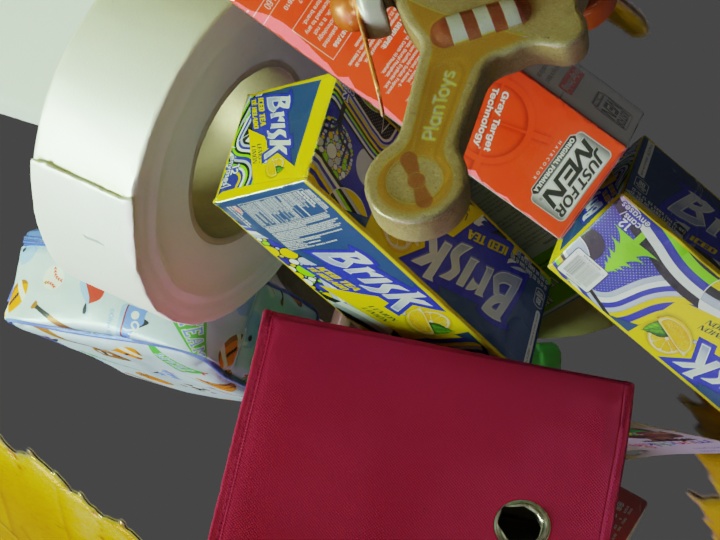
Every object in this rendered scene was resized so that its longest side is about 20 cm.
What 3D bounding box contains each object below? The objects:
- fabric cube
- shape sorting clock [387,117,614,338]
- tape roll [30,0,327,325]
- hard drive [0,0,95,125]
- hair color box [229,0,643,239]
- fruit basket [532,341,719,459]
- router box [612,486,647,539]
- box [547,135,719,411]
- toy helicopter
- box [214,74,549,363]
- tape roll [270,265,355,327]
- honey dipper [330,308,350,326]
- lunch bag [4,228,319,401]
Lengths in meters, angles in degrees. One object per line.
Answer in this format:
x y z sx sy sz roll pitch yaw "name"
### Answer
0.024 0.164 1.322 0.199 0.197 0.200 12 149 3 "fabric cube"
0.072 -0.027 1.388 0.200 0.039 0.200 15 144 12 "shape sorting clock"
-0.088 -0.074 1.355 0.071 0.203 0.203 24 154 26 "tape roll"
-0.180 -0.151 1.442 0.200 0.132 0.026 18 -171 35 "hard drive"
0.040 -0.105 1.242 0.200 0.061 0.102 35 -163 2 "hair color box"
0.103 0.104 1.513 0.200 0.094 0.185 21 162 -35 "fruit basket"
0.072 0.160 1.584 0.179 0.200 0.049 28 114 9 "router box"
0.195 0.026 1.296 0.200 0.070 0.064 40 122 -8 "box"
0.036 -0.102 1.137 0.132 0.200 0.079 9 149 15 "toy helicopter"
0.016 -0.015 1.307 0.064 0.070 0.200 -10 142 37 "box"
-0.003 0.005 1.590 0.202 0.037 0.203 29 155 15 "tape roll"
0.000 0.000 1.487 0.038 0.038 0.200 30 133 14 "honey dipper"
-0.122 0.028 1.524 0.160 0.076 0.200 11 170 21 "lunch bag"
